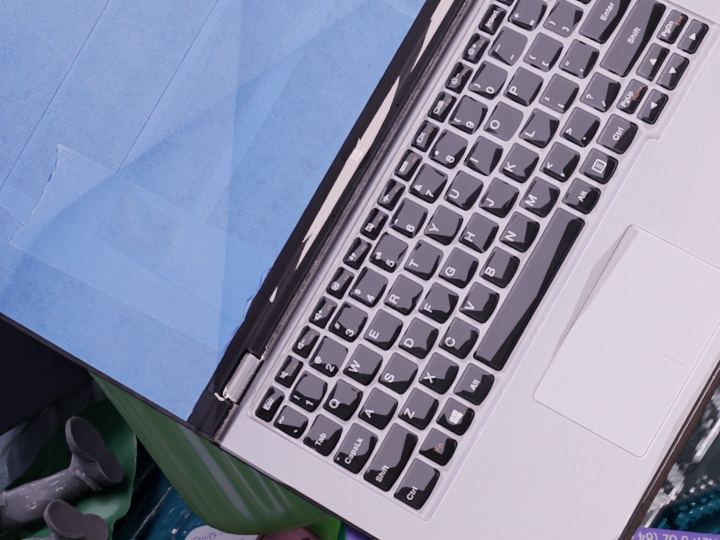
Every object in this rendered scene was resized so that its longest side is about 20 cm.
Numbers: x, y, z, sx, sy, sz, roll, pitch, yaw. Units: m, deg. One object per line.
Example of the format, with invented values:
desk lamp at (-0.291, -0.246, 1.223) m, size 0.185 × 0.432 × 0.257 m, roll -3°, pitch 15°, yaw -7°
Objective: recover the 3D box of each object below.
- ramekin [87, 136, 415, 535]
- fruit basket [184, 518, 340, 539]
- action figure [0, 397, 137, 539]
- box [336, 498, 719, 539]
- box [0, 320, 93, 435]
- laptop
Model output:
ramekin at (0.000, 0.000, 0.979) m, size 0.199 × 0.098 × 0.200 m, roll -29°, pitch 13°, yaw 8°
fruit basket at (-0.033, 0.125, 0.946) m, size 0.185 × 0.094 × 0.200 m, roll -20°, pitch 32°, yaw 38°
action figure at (-0.173, 0.124, 1.182) m, size 0.200 × 0.055 × 0.119 m, roll -30°, pitch 33°, yaw 33°
box at (0.045, 0.146, 0.787) m, size 0.117 × 0.049 × 0.201 m, roll 5°, pitch 38°, yaw -2°
box at (-0.171, -0.024, 1.229) m, size 0.104 × 0.148 × 0.200 m, roll -30°, pitch 16°, yaw 16°
laptop at (0.006, -0.033, 0.809) m, size 0.199 × 0.116 × 0.188 m, roll 29°, pitch 86°, yaw 26°
